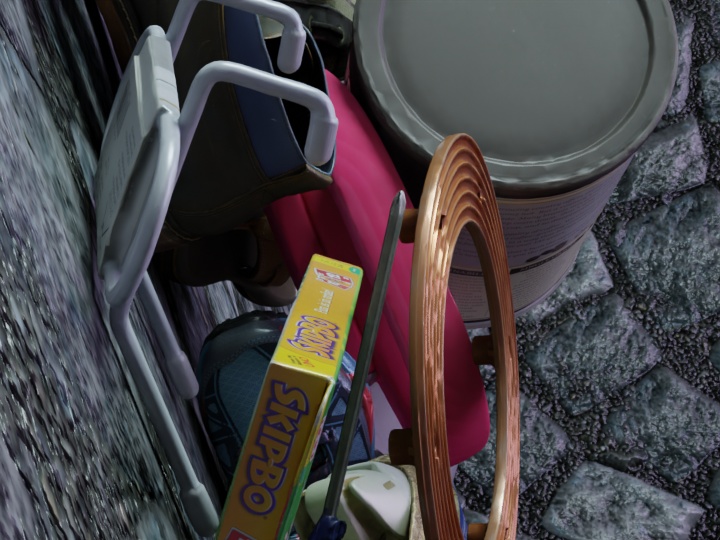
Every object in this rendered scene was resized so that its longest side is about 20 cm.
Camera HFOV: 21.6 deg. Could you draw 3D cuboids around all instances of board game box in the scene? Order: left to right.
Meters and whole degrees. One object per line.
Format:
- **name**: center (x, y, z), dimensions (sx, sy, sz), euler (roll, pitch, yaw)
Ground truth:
- **board game box**: center (-0.027, 0.060, 0.666), dimensions (0.200, 0.030, 0.096), euler (-88, -165, -78)

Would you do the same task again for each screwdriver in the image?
- **screwdriver**: center (-0.003, 0.071, 0.662), dimensions (0.028, 0.029, 0.201), euler (116, -9, -86)

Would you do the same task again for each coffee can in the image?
- **coffee can**: center (0.060, -0.070, 0.924), dimensions (0.200, 0.146, 0.147), euler (105, -33, -69)

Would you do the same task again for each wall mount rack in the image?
- **wall mount rack**: center (-0.066, -0.010, 0.716), dimensions (0.200, 0.074, 0.174), euler (-108, -142, -67)

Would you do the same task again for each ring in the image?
- **ring**: center (0.038, 0.047, 0.735), dimensions (0.200, 0.019, 0.201), euler (-3, 90, -77)

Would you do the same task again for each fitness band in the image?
- **fitness band**: center (0.000, 0.000, 0.879), dimensions (0.201, 0.037, 0.144), euler (65, -13, -1)

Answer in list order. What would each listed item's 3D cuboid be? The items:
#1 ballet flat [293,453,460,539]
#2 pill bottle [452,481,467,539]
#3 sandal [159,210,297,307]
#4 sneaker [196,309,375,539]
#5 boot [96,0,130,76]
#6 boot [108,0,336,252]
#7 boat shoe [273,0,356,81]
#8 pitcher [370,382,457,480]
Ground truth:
- **ballet flat**: center (-0.002, 0.121, 0.750), dimensions (0.065, 0.070, 0.200), euler (61, 19, -27)
- **pill bottle**: center (0.002, 0.135, 1.234), dimensions (0.111, 0.111, 0.201), euler (-110, -179, -54)
- **sandal**: center (-0.050, -0.019, 0.990), dimensions (0.200, 0.054, 0.081), euler (34, 70, -70)
- **sneaker**: center (-0.018, 0.114, 0.858), dimensions (0.096, 0.079, 0.201), euler (-105, 177, -69)
- **boot**: center (-0.115, -0.111, 1.111), dimensions (0.201, 0.068, 0.188), euler (66, 11, 13)
- **boot**: center (-0.056, -0.113, 0.826), dimensions (0.075, 0.097, 0.201), euler (14, 69, -55)
- **boat shoe**: center (-0.035, -0.121, 0.948), dimensions (0.200, 0.073, 0.065), euler (40, 57, -76)
- **pitcher**: center (0.000, 0.124, 1.021), dimensions (0.200, 0.121, 0.172), euler (-80, 157, -71)
